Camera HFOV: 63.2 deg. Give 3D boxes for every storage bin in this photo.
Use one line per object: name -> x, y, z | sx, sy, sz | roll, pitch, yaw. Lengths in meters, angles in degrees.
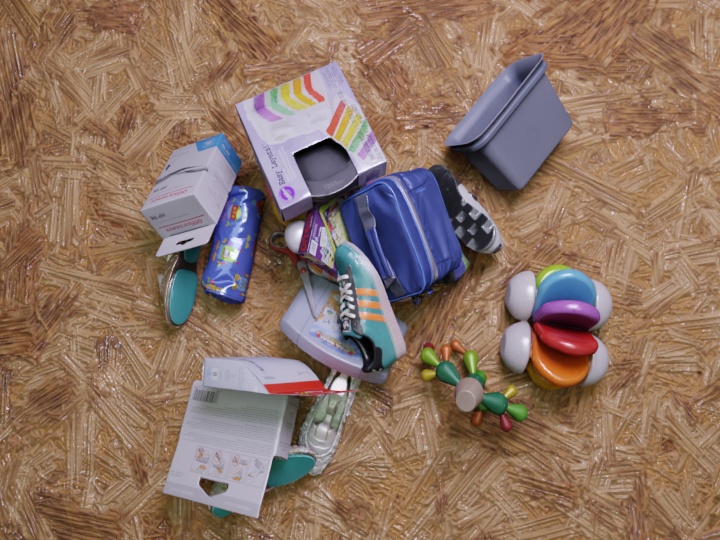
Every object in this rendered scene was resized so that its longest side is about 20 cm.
storage bin -> 0.260, -0.242, 1.015 | 0.134, 0.145, 0.201 | 44, 82, -20

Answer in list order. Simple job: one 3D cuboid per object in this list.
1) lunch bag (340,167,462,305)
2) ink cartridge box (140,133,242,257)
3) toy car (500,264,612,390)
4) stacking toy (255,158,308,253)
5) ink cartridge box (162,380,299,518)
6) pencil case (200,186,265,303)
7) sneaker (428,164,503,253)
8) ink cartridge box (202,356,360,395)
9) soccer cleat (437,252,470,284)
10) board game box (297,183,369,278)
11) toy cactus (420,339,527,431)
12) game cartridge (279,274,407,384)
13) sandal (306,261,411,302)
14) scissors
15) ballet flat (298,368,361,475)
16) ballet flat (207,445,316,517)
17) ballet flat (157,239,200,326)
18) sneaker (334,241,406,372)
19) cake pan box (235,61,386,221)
lunch bag -> 0.061, -0.046, 0.926 | 0.130, 0.134, 0.206 | -24, 93, -42
ink cartridge box -> -0.281, -0.127, 0.965 | 0.112, 0.067, 0.204 | -12, 44, 22
toy car -> 0.323, 0.088, 0.938 | 0.168, 0.150, 0.208 | 8, 80, 3
stacking toy -> -0.104, -0.118, 0.965 | 0.140, 0.147, 0.207 | -4, 64, 0
ink cartridge box -> -0.203, 0.275, 0.918 | 0.194, 0.045, 0.182 | 1, 68, 28
pencil case -> -0.221, -0.048, 1.010 | 0.084, 0.078, 0.208 | 11, 80, -11
sneaker -> 0.177, -0.099, 1.022 | 0.074, 0.088, 0.203 | -43, 58, 19
ink cartridge box -> -0.118, 0.160, 0.896 | 0.194, 0.159, 0.049 | -2, 81, 28
soccer cleat -> 0.114, -0.067, 1.025 | 0.082, 0.065, 0.202 | -28, 75, -34
board game box -> -0.035, -0.098, 0.952 | 0.032, 0.119, 0.207 | -6, 64, 42
toy cactus -> 0.168, 0.190, 0.926 | 0.199, 0.164, 0.103 | 41, 103, 12
game cartridge -> -0.028, 0.099, 0.970 | 0.195, 0.042, 0.134 | 27, 44, 5
sandal -> 0.003, -0.008, 1.008 | 0.200, 0.059, 0.082 | 19, 81, 4
scissors -> -0.095, -0.013, 0.996 | 0.072, 0.014, 0.202 | -31, 58, -7
ballet flat -> -0.054, 0.236, 0.965 | 0.070, 0.072, 0.206 | 20, 82, 5
ballet flat -> -0.163, 0.323, 0.945 | 0.195, 0.064, 0.077 | -27, 123, 2
ballet flat -> -0.318, -0.006, 1.022 | 0.063, 0.070, 0.207 | 2, 76, 28
sneaker -> -0.002, 0.059, 0.899 | 0.078, 0.071, 0.205 | -26, 93, -26
cake pan box -> -0.075, -0.198, 0.901 | 0.179, 0.052, 0.205 | -23, 75, -6
